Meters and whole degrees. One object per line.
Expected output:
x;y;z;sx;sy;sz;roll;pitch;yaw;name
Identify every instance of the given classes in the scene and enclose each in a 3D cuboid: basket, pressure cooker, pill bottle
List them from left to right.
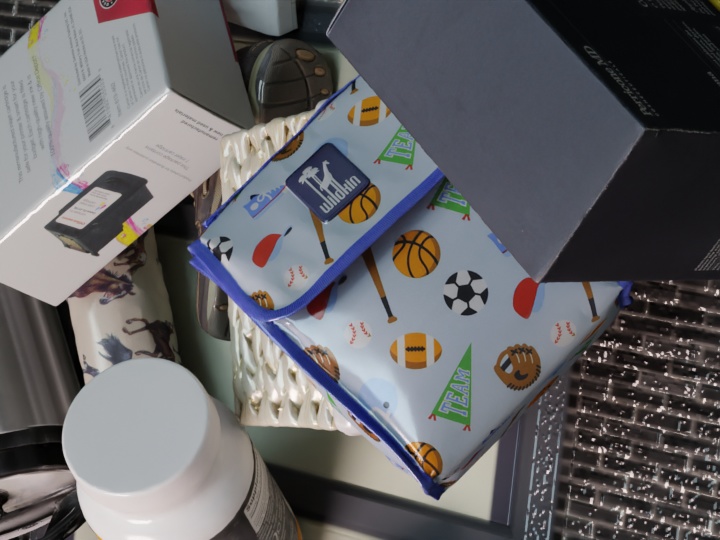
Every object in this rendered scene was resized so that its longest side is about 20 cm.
-0.278;0.115;1.751;0.176;0.178;0.201;-34;67;34;pressure cooker
-0.112;0.144;1.571;0.116;0.200;0.117;-7;57;12;pill bottle
0.000;0.000;1.529;0.123;0.135;0.202;-6;86;46;basket

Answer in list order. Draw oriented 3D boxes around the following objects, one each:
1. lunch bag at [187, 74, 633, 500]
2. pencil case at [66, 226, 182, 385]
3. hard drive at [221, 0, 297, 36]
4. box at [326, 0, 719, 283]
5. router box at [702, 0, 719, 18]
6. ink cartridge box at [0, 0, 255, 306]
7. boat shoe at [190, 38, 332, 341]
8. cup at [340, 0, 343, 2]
0.026;0.000;1.385;0.170;0.124;0.200;-44;81;-3;lunch bag
-0.157;0.062;1.708;0.077;0.089;0.201;-16;76;4;pencil case
-0.099;-0.265;1.643;0.131;0.026;0.201;22;127;41;hard drive
0.117;-0.097;1.314;0.200;0.181;0.104;51;121;30;box
0.151;-0.103;1.442;0.200;0.051;0.150;-42;63;36;router box
-0.176;-0.096;1.637;0.200;0.083;0.146;-38;48;26;ink cartridge box
-0.072;-0.054;1.645;0.073;0.074;0.201;16;91;51;boat shoe
0.039;-0.221;1.476;0.199;0.200;0.144;13;123;42;cup
